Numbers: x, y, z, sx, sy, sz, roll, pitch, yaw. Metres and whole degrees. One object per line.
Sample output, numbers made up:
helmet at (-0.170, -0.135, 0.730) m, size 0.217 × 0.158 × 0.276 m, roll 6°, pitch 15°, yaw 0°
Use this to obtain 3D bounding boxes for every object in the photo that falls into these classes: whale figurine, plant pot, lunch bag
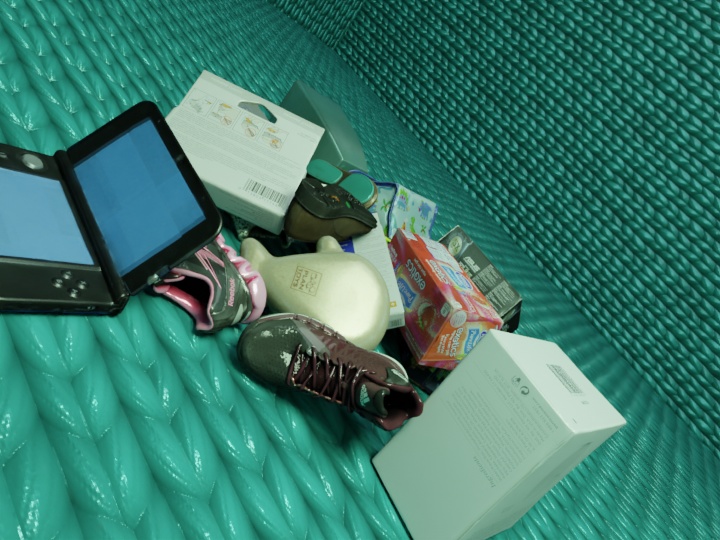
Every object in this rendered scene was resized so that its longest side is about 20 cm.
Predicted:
whale figurine at (-0.062, 0.037, 0.634) m, size 0.193 × 0.104 × 0.164 m, roll 19°, pitch 64°, yaw -6°
plant pot at (-0.081, -0.240, 1.068) m, size 0.139 × 0.142 × 0.203 m, roll 12°, pitch 39°, yaw -52°
lunch bag at (0.024, -0.105, 0.999) m, size 0.194 × 0.133 × 0.168 m, roll 10°, pitch -2°, yaw 37°

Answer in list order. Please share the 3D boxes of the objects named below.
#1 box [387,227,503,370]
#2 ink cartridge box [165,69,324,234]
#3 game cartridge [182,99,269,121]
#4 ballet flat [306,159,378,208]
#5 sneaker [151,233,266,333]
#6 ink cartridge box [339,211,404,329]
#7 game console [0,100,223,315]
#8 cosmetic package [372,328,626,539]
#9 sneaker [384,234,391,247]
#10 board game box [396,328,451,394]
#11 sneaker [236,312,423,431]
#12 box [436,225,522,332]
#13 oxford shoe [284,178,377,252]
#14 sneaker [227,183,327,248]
box at (0.103, 0.040, 0.765) m, size 0.097 × 0.098 × 0.202 m, roll 15°, pitch 28°, yaw -30°
ink cartridge box at (-0.164, -0.163, 0.716) m, size 0.194 × 0.045 × 0.180 m, roll 24°, pitch 52°, yaw -5°
game cartridge at (-0.199, -0.217, 0.868) m, size 0.126 × 0.039 × 0.202 m, roll -13°, pitch 54°, yaw -34°
ballet flat at (-0.026, -0.127, 0.890) m, size 0.198 × 0.068 × 0.074 m, roll 31°, pitch -24°, yaw 45°
sneaker at (-0.186, -0.017, 0.543) m, size 0.200 × 0.080 × 0.095 m, roll 45°, pitch 32°, yaw 10°
ink cartridge box at (0.000, 0.000, 0.770) m, size 0.038 × 0.091 × 0.205 m, roll 81°, pitch -2°, yaw -50°
game console at (-0.247, -0.076, 0.464) m, size 0.168 × 0.119 × 0.202 m, roll 10°, pitch 37°, yaw -56°
cosmetic package at (0.151, 0.185, 0.576) m, size 0.196 × 0.202 × 0.124 m, roll 15°, pitch 29°, yaw -50°
sneaker at (-0.034, -0.046, 0.864) m, size 0.195 × 0.086 × 0.074 m, roll 27°, pitch 11°, yaw 14°
board game box at (0.134, 0.131, 0.856) m, size 0.164 × 0.057 × 0.202 m, roll 39°, pitch 20°, yaw -17°
sneaker at (-0.021, 0.099, 0.514) m, size 0.193 × 0.079 × 0.115 m, roll 18°, pitch 0°, yaw -19°
box at (0.232, 0.039, 1.084) m, size 0.202 × 0.085 × 0.165 m, roll 54°, pitch -4°, yaw 29°
oxford shoe at (-0.042, -0.068, 0.725) m, size 0.073 × 0.086 × 0.198 m, roll 44°, pitch 19°, yaw 23°
sneaker at (-0.100, -0.069, 0.763) m, size 0.193 × 0.077 × 0.092 m, roll -2°, pitch 63°, yaw -25°
